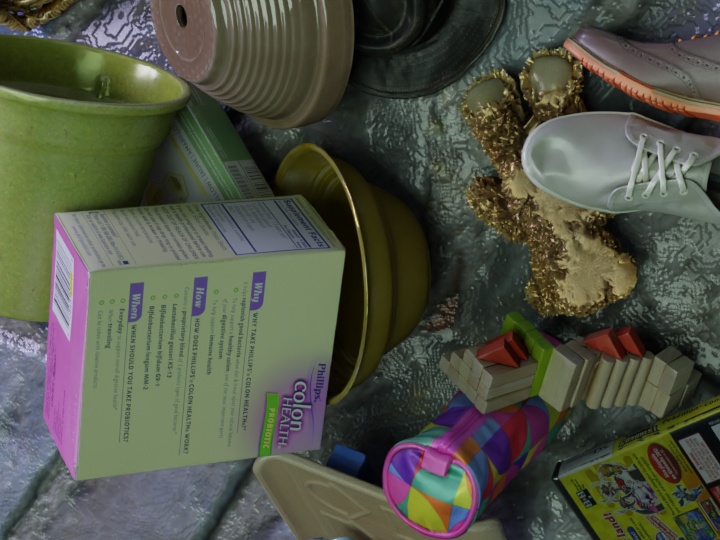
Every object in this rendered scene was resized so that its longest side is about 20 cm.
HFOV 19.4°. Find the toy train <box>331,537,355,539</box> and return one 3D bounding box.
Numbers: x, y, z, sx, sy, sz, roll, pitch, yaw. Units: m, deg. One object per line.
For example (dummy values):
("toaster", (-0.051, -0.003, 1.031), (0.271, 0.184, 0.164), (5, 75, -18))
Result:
("toy train", (0.032, 0.306, 1.653), (0.149, 0.056, 0.201), (-13, 65, 17))

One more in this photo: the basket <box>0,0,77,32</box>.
("basket", (-0.267, -0.282, 1.660), (0.199, 0.143, 0.150), (-26, 92, 30))

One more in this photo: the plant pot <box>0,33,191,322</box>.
("plant pot", (-0.243, -0.067, 1.617), (0.199, 0.200, 0.185), (18, 108, 20))

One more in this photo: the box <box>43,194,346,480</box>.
("box", (-0.127, 0.047, 1.577), (0.097, 0.199, 0.177), (-129, 39, -53))

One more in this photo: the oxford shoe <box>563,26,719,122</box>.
("oxford shoe", (0.244, -0.144, 1.510), (0.199, 0.071, 0.073), (22, 96, 11))

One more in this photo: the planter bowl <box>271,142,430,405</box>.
("planter bowl", (0.000, 0.000, 1.629), (0.200, 0.083, 0.202), (175, 90, -67))

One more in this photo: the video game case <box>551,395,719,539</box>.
("video game case", (0.271, 0.195, 1.589), (0.180, 0.026, 0.201), (-26, 108, 29))

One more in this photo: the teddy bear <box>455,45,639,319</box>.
("teddy bear", (0.147, -0.066, 1.578), (0.145, 0.067, 0.200), (-37, 87, 12))

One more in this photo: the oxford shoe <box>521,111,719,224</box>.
("oxford shoe", (0.215, -0.072, 1.509), (0.199, 0.058, 0.076), (12, 90, 3))

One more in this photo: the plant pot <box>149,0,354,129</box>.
("plant pot", (-0.095, -0.198, 1.581), (0.201, 0.092, 0.202), (34, 133, 47))

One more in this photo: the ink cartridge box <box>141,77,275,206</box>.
("ink cartridge box", (-0.159, -0.039, 1.707), (0.200, 0.048, 0.146), (-44, 69, 34))

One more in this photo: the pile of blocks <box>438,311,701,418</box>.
("pile of blocks", (0.161, 0.059, 1.567), (0.199, 0.082, 0.062), (3, 127, -17))

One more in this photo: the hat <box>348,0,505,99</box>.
("hat", (0.008, -0.221, 1.583), (0.199, 0.081, 0.202), (8, 109, 24))

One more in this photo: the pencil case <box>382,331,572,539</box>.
("pencil case", (0.092, 0.122, 1.585), (0.088, 0.200, 0.089), (13, 119, 24))

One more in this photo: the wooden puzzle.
("wooden puzzle", (0.029, 0.195, 1.671), (0.199, 0.185, 0.047), (15, 68, 18))
